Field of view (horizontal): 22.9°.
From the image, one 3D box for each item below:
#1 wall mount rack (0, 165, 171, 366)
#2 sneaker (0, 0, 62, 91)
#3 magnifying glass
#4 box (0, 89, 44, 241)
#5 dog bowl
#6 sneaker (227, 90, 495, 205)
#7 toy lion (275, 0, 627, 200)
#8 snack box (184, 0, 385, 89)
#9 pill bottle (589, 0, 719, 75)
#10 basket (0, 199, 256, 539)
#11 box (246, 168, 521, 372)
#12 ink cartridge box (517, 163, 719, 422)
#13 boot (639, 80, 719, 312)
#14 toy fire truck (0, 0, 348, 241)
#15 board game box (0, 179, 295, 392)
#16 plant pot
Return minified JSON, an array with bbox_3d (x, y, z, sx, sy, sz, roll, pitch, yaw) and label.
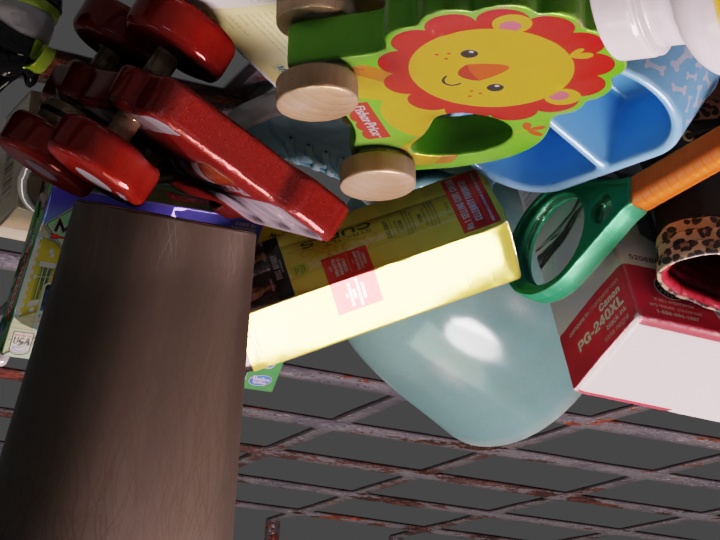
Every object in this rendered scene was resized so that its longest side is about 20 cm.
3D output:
[{"bbox_3d":[-0.163,0.004,1.244,0.199,0.075,0.174,27,114,-31],"label":"wall mount rack"},{"bbox_3d":[-0.268,-0.134,1.105,0.198,0.084,0.071,-8,160,36],"label":"sneaker"},{"bbox_3d":[0.161,-0.039,1.116,0.022,0.080,0.200,23,145,-26],"label":"magnifying glass"},{"bbox_3d":[-0.166,-0.059,1.319,0.198,0.096,0.078,10,162,-25],"label":"box"},{"bbox_3d":[0.130,-0.105,1.101,0.111,0.050,0.199,37,150,-23],"label":"dog bowl"},{"bbox_3d":[0.001,-0.080,1.223,0.197,0.083,0.074,-1,162,13],"label":"sneaker"},{"bbox_3d":[0.058,-0.111,1.007,0.189,0.069,0.200,-5,159,15],"label":"toy lion"},{"bbox_3d":[-0.032,-0.160,1.039,0.115,0.038,0.200,-2,162,21],"label":"snack box"},{"bbox_3d":[0.216,-0.154,0.864,0.198,0.113,0.112,-4,162,28],"label":"pill bottle"},{"bbox_3d":[-0.133,0.066,1.071,0.135,0.203,0.180,11,180,34],"label":"basket"},{"bbox_3d":[0.000,0.000,1.169,0.198,0.076,0.050,-18,126,-1],"label":"box"},{"bbox_3d":[0.201,-0.007,1.202,0.144,0.201,0.084,12,135,-24],"label":"ink cartridge box"},{"bbox_3d":[0.267,-0.044,1.143,0.198,0.152,0.073,12,142,-13],"label":"boot"},{"bbox_3d":[-0.113,-0.077,1.088,0.168,0.113,0.199,38,167,-29],"label":"toy fire truck"},{"bbox_3d":[-0.132,0.009,1.199,0.198,0.029,0.136,9,120,-24],"label":"board game box"},{"bbox_3d":[0.070,0.007,1.325,0.199,0.203,0.160,-12,145,44],"label":"plant pot"}]
